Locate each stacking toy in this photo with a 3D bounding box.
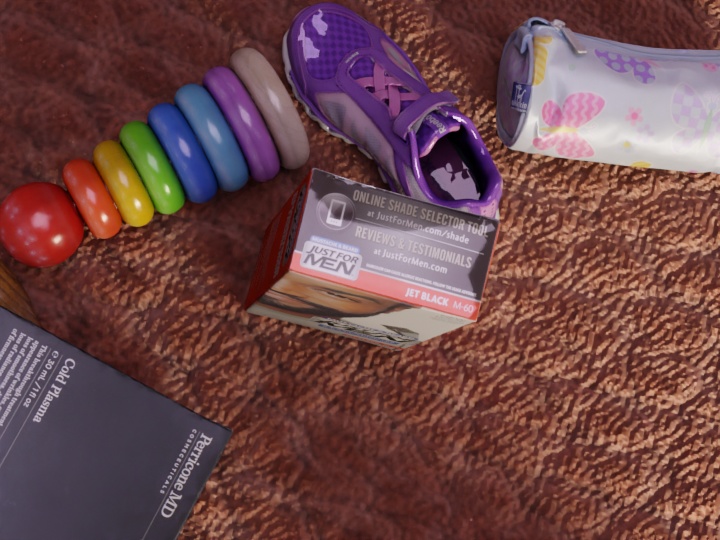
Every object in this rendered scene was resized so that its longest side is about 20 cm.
[{"bbox_3d":[-0.136,-0.061,0.938,0.200,0.085,0.085,-30,88,-9],"label":"stacking toy"}]

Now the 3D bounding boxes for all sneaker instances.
[{"bbox_3d":[0.029,-0.100,0.969,0.080,0.088,0.200,-38,89,-13],"label":"sneaker"}]

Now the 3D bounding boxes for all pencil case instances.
[{"bbox_3d":[0.191,-0.116,1.005,0.200,0.083,0.091,7,102,-11],"label":"pencil case"}]

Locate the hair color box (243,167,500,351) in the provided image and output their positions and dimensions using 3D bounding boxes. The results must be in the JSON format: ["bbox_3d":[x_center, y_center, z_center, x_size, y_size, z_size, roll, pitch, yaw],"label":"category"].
[{"bbox_3d":[0.000,0.000,0.889,0.111,0.200,0.064,15,78,-8],"label":"hair color box"}]

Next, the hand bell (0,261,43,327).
[{"bbox_3d":[-0.268,-0.032,0.913,0.104,0.104,0.200,-41,103,-14],"label":"hand bell"}]

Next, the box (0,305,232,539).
[{"bbox_3d":[-0.208,0.136,0.860,0.182,0.104,0.200,32,77,-15],"label":"box"}]
